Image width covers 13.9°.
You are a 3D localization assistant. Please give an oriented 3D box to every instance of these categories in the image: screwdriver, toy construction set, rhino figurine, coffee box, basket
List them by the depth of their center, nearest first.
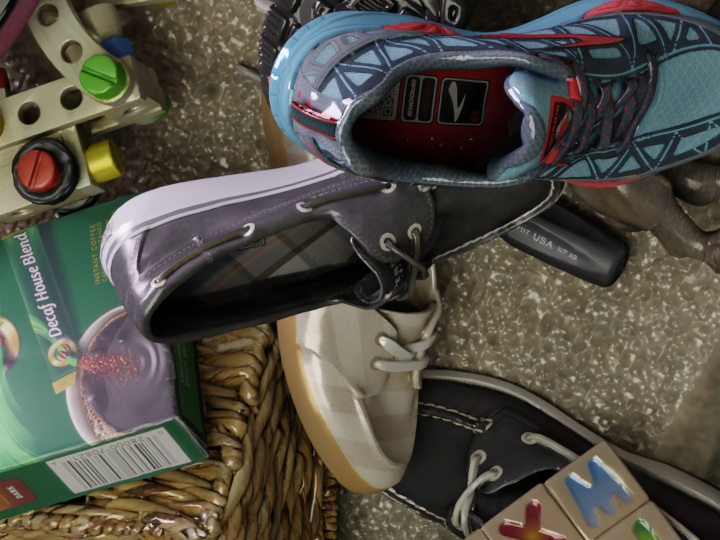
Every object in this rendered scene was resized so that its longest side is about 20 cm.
[{"bbox_3d":[0.138,-0.104,1.226,0.087,0.060,0.200,17,112,10],"label":"rhino figurine"},{"bbox_3d":[-0.169,0.050,1.292,0.200,0.123,0.044,-16,147,13],"label":"coffee box"},{"bbox_3d":[0.028,-0.043,1.312,0.200,0.028,0.029,26,144,17],"label":"screwdriver"},{"bbox_3d":[-0.168,-0.081,1.319,0.200,0.092,0.131,-21,78,26],"label":"toy construction set"},{"bbox_3d":[-0.112,0.083,1.367,0.200,0.143,0.149,1,153,24],"label":"basket"}]

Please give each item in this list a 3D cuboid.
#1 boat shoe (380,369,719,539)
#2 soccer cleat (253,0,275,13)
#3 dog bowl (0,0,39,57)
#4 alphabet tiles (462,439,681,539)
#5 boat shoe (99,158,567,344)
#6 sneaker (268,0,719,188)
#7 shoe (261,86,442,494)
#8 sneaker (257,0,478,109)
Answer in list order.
[{"bbox_3d":[0.077,0.105,1.321,0.200,0.060,0.074,25,115,10],"label":"boat shoe"},{"bbox_3d":[-0.020,-0.203,1.237,0.069,0.078,0.200,6,110,18],"label":"soccer cleat"},{"bbox_3d":[-0.211,-0.153,1.280,0.200,0.074,0.200,-14,64,31],"label":"dog bowl"},{"bbox_3d":[0.073,0.196,1.263,0.200,0.008,0.167,-35,78,-4],"label":"alphabet tiles"},{"bbox_3d":[-0.005,-0.013,1.210,0.200,0.066,0.070,-10,136,-10],"label":"boat shoe"},{"bbox_3d":[0.069,-0.057,1.153,0.200,0.096,0.079,-5,110,-11],"label":"sneaker"},{"bbox_3d":[0.000,0.000,1.283,0.053,0.070,0.200,-4,99,34],"label":"shoe"},{"bbox_3d":[0.035,-0.136,1.225,0.076,0.091,0.200,42,105,6],"label":"sneaker"}]
